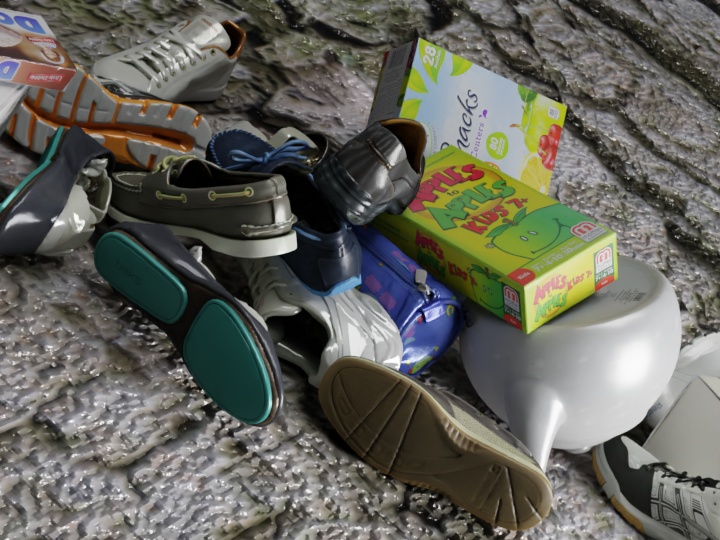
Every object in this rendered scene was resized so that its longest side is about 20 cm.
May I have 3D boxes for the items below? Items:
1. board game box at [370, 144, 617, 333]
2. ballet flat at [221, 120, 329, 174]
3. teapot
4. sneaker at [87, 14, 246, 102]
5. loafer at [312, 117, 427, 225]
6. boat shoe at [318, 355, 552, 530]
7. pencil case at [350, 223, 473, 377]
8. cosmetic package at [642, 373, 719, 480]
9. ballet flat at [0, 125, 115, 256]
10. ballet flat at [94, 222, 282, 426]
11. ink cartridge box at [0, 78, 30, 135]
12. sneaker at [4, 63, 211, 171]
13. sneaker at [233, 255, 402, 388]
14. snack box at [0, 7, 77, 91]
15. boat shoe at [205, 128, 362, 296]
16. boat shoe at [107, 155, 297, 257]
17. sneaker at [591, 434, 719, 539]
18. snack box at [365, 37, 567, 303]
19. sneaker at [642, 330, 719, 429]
[{"bbox_3d":[0.104,-0.029,1.682,0.101,0.048,0.200,-30,41,-28],"label":"board game box"},{"bbox_3d":[-0.094,-0.096,1.774,0.068,0.069,0.200,44,27,19],"label":"ballet flat"},{"bbox_3d":[0.178,0.080,1.710,0.199,0.147,0.197,-14,22,-15],"label":"teapot"},{"bbox_3d":[-0.171,-0.191,1.833,0.073,0.085,0.200,41,27,11],"label":"sneaker"},{"bbox_3d":[0.027,-0.087,1.628,0.073,0.072,0.200,48,17,-2],"label":"loafer"},{"bbox_3d":[0.056,0.128,1.569,0.200,0.073,0.065,35,14,-6],"label":"boat shoe"},{"bbox_3d":[0.000,0.000,1.687,0.078,0.087,0.200,-20,51,-36],"label":"pencil case"},{"bbox_3d":[0.355,0.164,1.822,0.199,0.104,0.087,12,31,-42],"label":"cosmetic package"},{"bbox_3d":[-0.224,-0.053,1.543,0.073,0.073,0.200,31,23,-6],"label":"ballet flat"},{"bbox_3d":[-0.111,0.033,1.507,0.200,0.073,0.073,43,26,23],"label":"ballet flat"},{"bbox_3d":[-0.357,-0.155,1.537,0.200,0.084,0.145,32,25,-6],"label":"ink cartridge box"},{"bbox_3d":[-0.223,-0.127,1.680,0.199,0.079,0.077,19,7,-28],"label":"sneaker"},{"bbox_3d":[-0.055,0.016,1.618,0.099,0.078,0.200,-6,44,-48],"label":"sneaker"},{"bbox_3d":[-0.305,-0.174,1.504,0.199,0.024,0.072,7,36,-45],"label":"snack box"},{"bbox_3d":[-0.055,-0.063,1.612,0.084,0.069,0.200,-29,48,-25],"label":"boat shoe"},{"bbox_3d":[-0.125,-0.058,1.583,0.072,0.061,0.201,-17,23,-42],"label":"boat shoe"},{"bbox_3d":[0.278,0.193,1.693,0.200,0.088,0.075,46,29,26],"label":"sneaker"},{"bbox_3d":[0.081,-0.080,1.825,0.168,0.068,0.201,23,71,-25],"label":"snack box"},{"bbox_3d":[0.305,0.113,1.908,0.200,0.075,0.087,-14,65,-50],"label":"sneaker"}]
